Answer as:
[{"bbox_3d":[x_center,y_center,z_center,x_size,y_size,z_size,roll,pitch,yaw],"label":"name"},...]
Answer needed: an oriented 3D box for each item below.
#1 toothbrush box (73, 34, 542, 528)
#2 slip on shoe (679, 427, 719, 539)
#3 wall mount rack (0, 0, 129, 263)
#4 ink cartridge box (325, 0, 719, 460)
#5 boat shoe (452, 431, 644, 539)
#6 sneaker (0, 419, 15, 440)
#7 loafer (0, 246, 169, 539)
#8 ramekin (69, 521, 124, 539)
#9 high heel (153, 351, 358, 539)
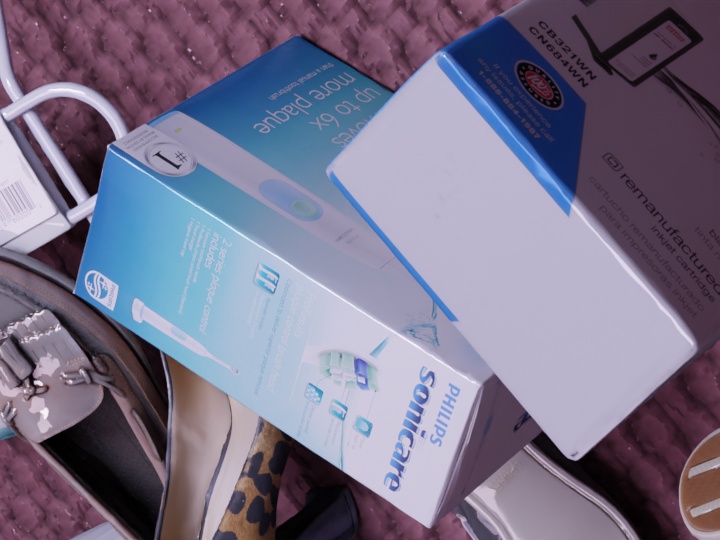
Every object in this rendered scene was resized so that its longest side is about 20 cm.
[{"bbox_3d":[0.000,0.000,1.216,0.200,0.146,0.086,34,129,20],"label":"toothbrush box"},{"bbox_3d":[0.227,0.078,1.148,0.199,0.076,0.060,-26,137,34],"label":"slip on shoe"},{"bbox_3d":[-0.198,-0.062,1.366,0.199,0.075,0.174,-28,98,23],"label":"wall mount rack"},{"bbox_3d":[0.104,-0.039,1.081,0.146,0.200,0.084,48,130,6],"label":"ink cartridge box"},{"bbox_3d":[0.078,0.107,1.283,0.067,0.057,0.200,-41,90,10],"label":"boat shoe"},{"bbox_3d":[-0.253,0.025,1.482,0.199,0.077,0.092,14,104,26],"label":"sneaker"},{"bbox_3d":[-0.133,0.070,1.357,0.072,0.063,0.200,-27,124,24],"label":"loafer"},{"bbox_3d":[-0.116,0.226,1.446,0.200,0.098,0.202,21,126,32],"label":"ramekin"},{"bbox_3d":[-0.081,0.074,1.317,0.071,0.142,0.201,-17,102,41],"label":"high heel"}]
